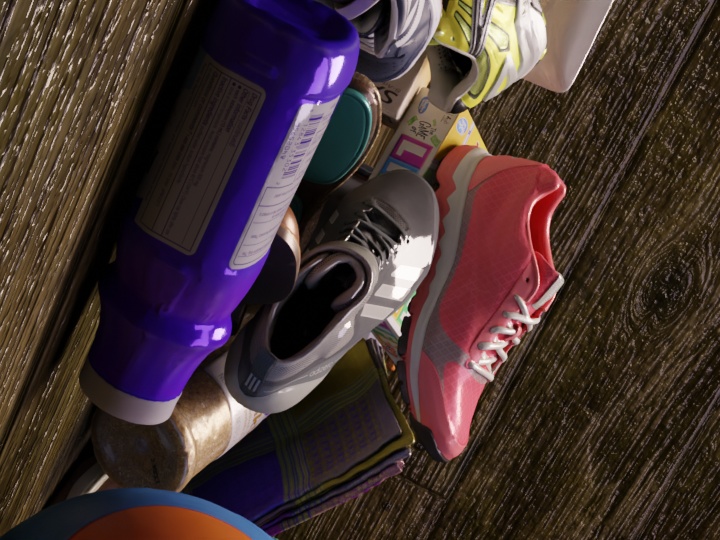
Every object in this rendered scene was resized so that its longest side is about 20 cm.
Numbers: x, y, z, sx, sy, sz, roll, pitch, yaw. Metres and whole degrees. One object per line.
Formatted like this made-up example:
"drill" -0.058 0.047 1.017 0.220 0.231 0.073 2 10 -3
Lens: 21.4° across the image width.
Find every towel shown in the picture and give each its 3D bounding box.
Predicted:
"towel" -0.063 0.116 1.187 0.199 0.023 0.144 -26 -150 6

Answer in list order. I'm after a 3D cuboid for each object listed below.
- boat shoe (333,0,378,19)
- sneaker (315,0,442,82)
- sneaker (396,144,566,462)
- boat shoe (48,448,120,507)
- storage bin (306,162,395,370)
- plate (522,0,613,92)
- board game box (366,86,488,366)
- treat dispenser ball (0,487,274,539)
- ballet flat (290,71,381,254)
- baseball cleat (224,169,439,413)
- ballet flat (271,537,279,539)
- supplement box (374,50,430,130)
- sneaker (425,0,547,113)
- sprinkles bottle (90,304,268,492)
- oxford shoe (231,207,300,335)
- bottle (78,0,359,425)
"boat shoe" 0.025 -0.212 0.899 0.072 0.060 0.203 0 -123 59
"sneaker" 0.001 -0.141 1.025 0.200 0.070 0.109 105 10 -59
"sneaker" 0.079 0.019 1.175 0.074 0.086 0.202 34 64 -64
"boat shoe" -0.138 0.146 1.104 0.203 0.074 0.075 -61 177 -40
"storage bin" -0.039 0.021 1.343 0.201 0.145 0.134 -63 168 7
"plate" 0.107 -0.243 1.315 0.032 0.199 0.201 26 92 -49
"board game box" 0.047 -0.016 1.276 0.135 0.034 0.200 -60 155 -12
"treat dispenser ball" -0.106 0.204 0.892 0.202 0.200 0.201 -63 178 -4
"ballet flat" -0.037 -0.072 1.134 0.200 0.070 0.066 -53 -164 50
"baseball cleat" 0.000 0.000 1.086 0.200 0.070 0.107 -54 -178 -35
"ballet flat" -0.129 0.205 1.185 0.072 0.199 0.068 -34 111 -51
"supplement box" 0.041 -0.197 1.239 0.201 0.073 0.126 -63 177 2
"sneaker" 0.057 -0.173 1.109 0.076 0.075 0.201 -47 137 -24
"sprinkles bottle" -0.079 0.064 1.129 0.200 0.068 0.069 -37 157 -55
"oxford shoe" -0.067 -0.021 0.989 0.072 0.071 0.200 -67 -170 -14
"bottle" -0.067 -0.026 0.840 0.201 0.065 0.084 -64 177 21
